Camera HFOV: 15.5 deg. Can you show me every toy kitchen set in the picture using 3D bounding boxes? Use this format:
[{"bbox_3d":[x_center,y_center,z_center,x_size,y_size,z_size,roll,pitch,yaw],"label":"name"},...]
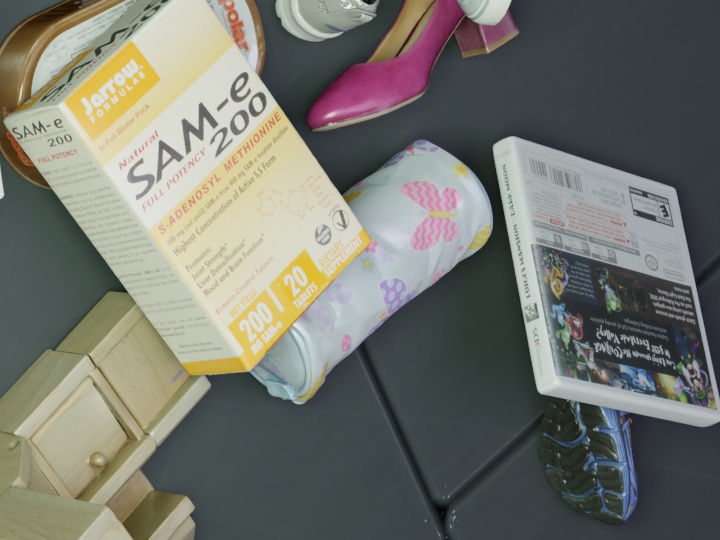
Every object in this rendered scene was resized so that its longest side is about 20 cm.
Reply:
[{"bbox_3d":[-0.123,0.144,1.576,0.200,0.180,0.164,-49,122,-28],"label":"toy kitchen set"}]

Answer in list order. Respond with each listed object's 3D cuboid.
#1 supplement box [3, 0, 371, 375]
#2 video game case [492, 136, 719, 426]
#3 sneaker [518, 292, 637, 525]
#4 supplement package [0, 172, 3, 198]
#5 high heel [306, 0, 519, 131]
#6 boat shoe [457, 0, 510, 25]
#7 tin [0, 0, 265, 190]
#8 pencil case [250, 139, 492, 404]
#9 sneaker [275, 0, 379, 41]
[{"bbox_3d":[-0.101,-0.053,1.589,0.126,0.073,0.200,-46,112,-29],"label":"supplement box"},{"bbox_3d":[0.174,0.010,1.853,0.199,0.023,0.183,14,60,-48],"label":"video game case"},{"bbox_3d":[0.173,0.085,1.894,0.078,0.075,0.201,-19,106,-41],"label":"sneaker"},{"bbox_3d":[-0.288,-0.128,1.458,0.119,0.121,0.201,-14,101,-39],"label":"supplement package"},{"bbox_3d":[0.022,-0.165,1.763,0.200,0.067,0.097,-34,106,-41],"label":"high heel"},{"bbox_3d":[0.054,-0.251,1.747,0.071,0.070,0.202,5,59,-24],"label":"boat shoe"},{"bbox_3d":[-0.141,-0.122,1.640,0.200,0.042,0.113,-33,117,-34],"label":"tin"},{"bbox_3d":[0.000,0.000,1.734,0.200,0.083,0.091,-42,110,-32],"label":"pencil case"},{"bbox_3d":[0.001,-0.249,1.721,0.074,0.082,0.202,5,89,-40],"label":"sneaker"}]
